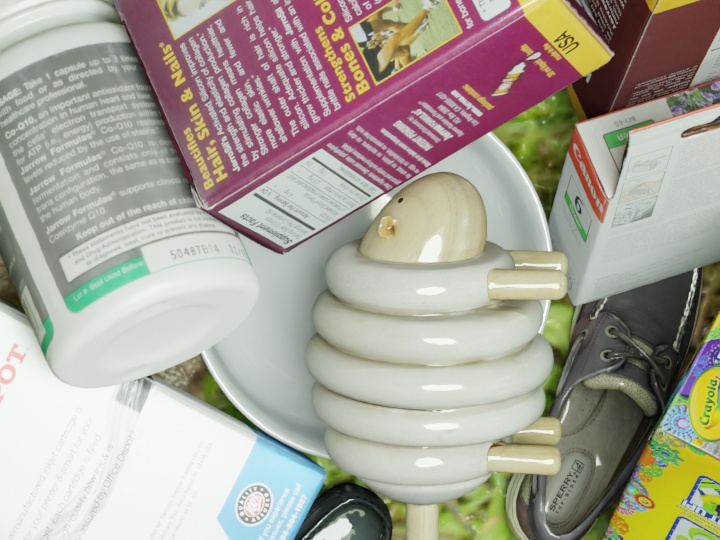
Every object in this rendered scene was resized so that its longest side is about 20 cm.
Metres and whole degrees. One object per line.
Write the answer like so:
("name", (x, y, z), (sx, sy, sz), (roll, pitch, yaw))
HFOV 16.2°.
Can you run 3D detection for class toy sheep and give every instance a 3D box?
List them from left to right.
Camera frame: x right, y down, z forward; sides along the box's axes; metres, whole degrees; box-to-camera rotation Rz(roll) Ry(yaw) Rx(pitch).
("toy sheep", (0.037, 0.049, 1.272), (0.137, 0.138, 0.201), (-1, 100, -12))

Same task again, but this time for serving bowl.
("serving bowl", (0.000, 0.000, 1.357), (0.199, 0.066, 0.201), (-1, 95, -12))

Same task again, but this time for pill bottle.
("pill bottle", (-0.138, -0.052, 1.266), (0.113, 0.113, 0.200), (-22, 72, -10))

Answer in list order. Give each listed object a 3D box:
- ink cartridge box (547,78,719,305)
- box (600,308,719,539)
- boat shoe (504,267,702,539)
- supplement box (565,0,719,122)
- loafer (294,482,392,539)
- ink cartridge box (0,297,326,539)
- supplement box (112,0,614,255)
("ink cartridge box", (0.163, -0.056, 1.298), (0.109, 0.200, 0.050), (-17, 67, -11))
("box", (0.226, 0.074, 1.301), (0.122, 0.193, 0.200), (28, 60, 9))
("boat shoe", (0.142, 0.064, 1.391), (0.072, 0.065, 0.200), (27, 85, -9))
("supplement box", (0.154, -0.200, 1.274), (0.132, 0.200, 0.198), (-19, 74, -10))
("loafer", (-0.040, 0.209, 1.363), (0.068, 0.070, 0.201), (31, 88, -13))
("ink cartridge box", (-0.142, 0.119, 1.326), (0.200, 0.084, 0.145), (29, 88, -13))
("supplement box", (0.001, -0.118, 1.233), (0.200, 0.103, 0.131), (-30, 67, 13))
